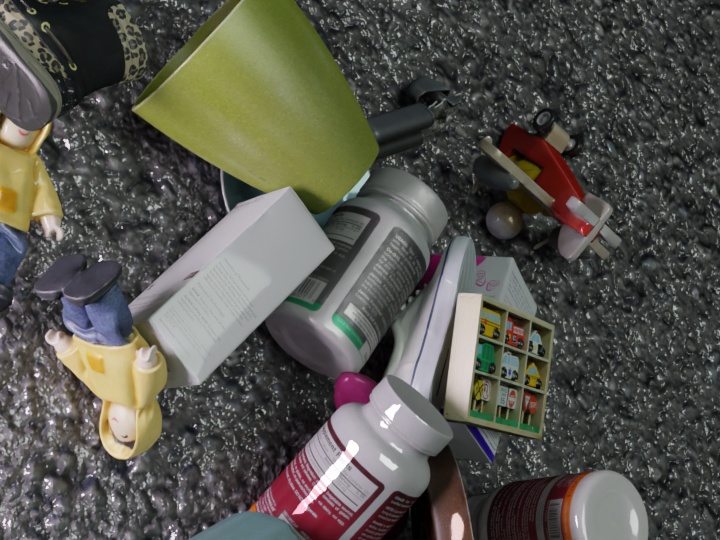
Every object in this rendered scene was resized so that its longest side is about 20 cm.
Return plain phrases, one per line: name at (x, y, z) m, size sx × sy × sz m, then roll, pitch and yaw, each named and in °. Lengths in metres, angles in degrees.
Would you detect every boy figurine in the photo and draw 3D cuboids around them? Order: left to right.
boy figurine at (-0.311, -0.066, 1.213) m, size 0.124 × 0.064 × 0.201 m, roll 25°, pitch 66°, yaw -29°
boy figurine at (-0.225, 0.080, 1.228) m, size 0.064 × 0.124 × 0.201 m, roll -50°, pitch 141°, yaw -42°

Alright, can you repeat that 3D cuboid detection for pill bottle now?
pill bottle at (-0.008, 0.200, 1.307) m, size 0.113 × 0.113 × 0.200 m, roll 36°, pitch 101°, yaw -27°
pill bottle at (0.000, 0.000, 1.400) m, size 0.113 × 0.113 × 0.200 m, roll 45°, pitch 64°, yaw -21°
pill bottle at (0.194, 0.273, 1.463) m, size 0.109 × 0.200 × 0.110 m, roll 12°, pitch 71°, yaw -37°

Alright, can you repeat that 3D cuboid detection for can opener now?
can opener at (0.045, -0.171, 1.552) m, size 0.067 × 0.053 × 0.200 m, roll 43°, pitch 36°, yaw 18°

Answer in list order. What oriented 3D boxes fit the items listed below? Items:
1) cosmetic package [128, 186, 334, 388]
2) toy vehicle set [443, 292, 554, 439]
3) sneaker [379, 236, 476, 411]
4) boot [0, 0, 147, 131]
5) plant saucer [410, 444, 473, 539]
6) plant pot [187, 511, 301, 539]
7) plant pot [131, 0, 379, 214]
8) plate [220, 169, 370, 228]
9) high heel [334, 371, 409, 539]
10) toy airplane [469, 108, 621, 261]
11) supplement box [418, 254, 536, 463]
cosmetic package at (-0.131, 0.017, 1.304) m, size 0.081 × 0.113 × 0.200 m, roll 52°, pitch 58°, yaw -16°
toy vehicle set at (0.144, 0.101, 1.422) m, size 0.200 × 0.026 × 0.125 m, roll 21°, pitch 74°, yaw -59°
sneaker at (0.066, 0.049, 1.419) m, size 0.073 × 0.070 × 0.201 m, roll 66°, pitch 38°, yaw -53°
boot at (-0.288, -0.225, 1.209) m, size 0.204 × 0.073 × 0.154 m, roll 54°, pitch 37°, yaw 1°
plant saucer at (0.078, 0.268, 1.357) m, size 0.034 × 0.200 × 0.201 m, roll -6°, pitch 80°, yaw -6°
plant pot at (-0.132, 0.317, 1.197) m, size 0.196 × 0.200 × 0.201 m, roll -29°, pitch 98°, yaw -49°
plant pot at (-0.084, -0.153, 1.340) m, size 0.200 × 0.187 × 0.187 m, roll 44°, pitch 54°, yaw -15°
plate at (-0.069, -0.086, 1.456) m, size 0.199 × 0.026 × 0.201 m, roll 11°, pitch 72°, yaw -37°
high heel at (0.010, 0.192, 1.382) m, size 0.200 × 0.067 × 0.096 m, roll 64°, pitch 36°, yaw -38°
toy airplane at (0.211, -0.077, 1.612) m, size 0.200 × 0.141 × 0.199 m, roll 54°, pitch 18°, yaw 2°
supplement box at (0.107, 0.091, 1.486) m, size 0.103 × 0.101 × 0.201 m, roll 55°, pitch 47°, yaw -48°
